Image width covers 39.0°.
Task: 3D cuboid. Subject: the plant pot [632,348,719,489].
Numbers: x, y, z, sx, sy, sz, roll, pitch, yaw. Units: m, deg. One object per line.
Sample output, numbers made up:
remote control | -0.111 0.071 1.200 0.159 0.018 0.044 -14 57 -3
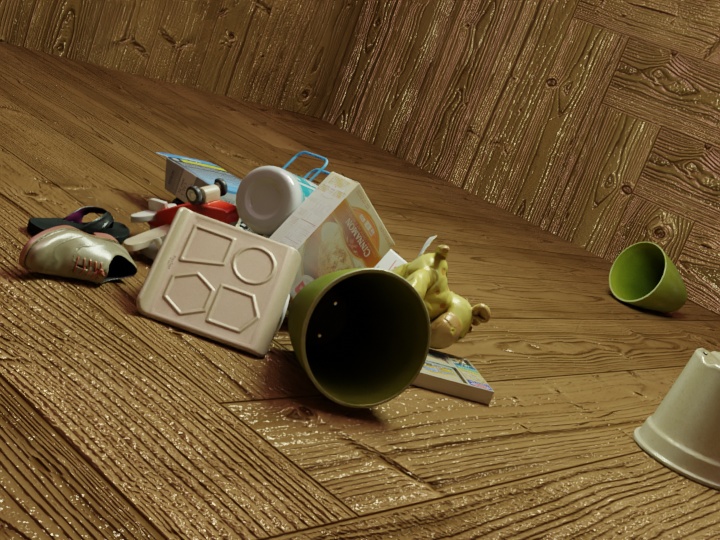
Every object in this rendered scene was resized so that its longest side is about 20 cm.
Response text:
plant pot | 0.590 0.239 1.712 0.200 0.184 0.200 20 13 -5

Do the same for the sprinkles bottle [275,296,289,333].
sprinkles bottle | -0.211 0.035 1.548 0.199 0.068 0.068 19 14 -7

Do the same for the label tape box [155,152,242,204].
label tape box | -0.300 -0.163 1.991 0.200 0.066 0.143 30 14 39

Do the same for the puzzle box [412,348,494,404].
puzzle box | 0.105 0.156 1.645 0.199 0.025 0.133 16 15 -20

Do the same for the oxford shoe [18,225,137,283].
oxford shoe | -0.401 -0.018 1.469 0.075 0.071 0.200 33 18 24

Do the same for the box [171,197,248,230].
box | -0.285 -0.107 2.032 0.159 0.049 0.200 23 13 -1

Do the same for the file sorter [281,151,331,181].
file sorter | -0.078 -0.119 2.010 0.200 0.123 0.139 53 -13 -30

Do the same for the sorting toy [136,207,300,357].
sorting toy | -0.205 0.018 1.489 0.199 0.186 0.036 22 -31 -6

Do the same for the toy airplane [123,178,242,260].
toy airplane | -0.296 -0.068 1.736 0.199 0.142 0.199 -17 7 -4

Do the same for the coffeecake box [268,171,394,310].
coffeecake box | -0.058 -0.030 1.635 0.073 0.200 0.154 27 -22 43

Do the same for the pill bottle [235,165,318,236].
pill bottle | -0.122 -0.106 1.715 0.111 0.111 0.200 26 3 20

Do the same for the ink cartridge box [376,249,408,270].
ink cartridge box | 0.000 0.000 1.810 0.200 0.116 0.067 41 -21 -6

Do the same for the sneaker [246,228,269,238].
sneaker | -0.136 -0.061 1.889 0.199 0.078 0.082 -12 28 16

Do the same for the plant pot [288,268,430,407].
plant pot | -0.027 0.077 1.443 0.187 0.188 0.200 15 2 -24

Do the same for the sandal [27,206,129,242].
sandal | -0.449 -0.077 1.663 0.075 0.048 0.200 28 16 27

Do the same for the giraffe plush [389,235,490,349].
giraffe plush | 0.119 0.064 1.718 0.162 0.200 0.172 50 -23 -14

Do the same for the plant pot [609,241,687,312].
plant pot | 0.858 0.043 2.959 0.200 0.187 0.187 30 6 -36
